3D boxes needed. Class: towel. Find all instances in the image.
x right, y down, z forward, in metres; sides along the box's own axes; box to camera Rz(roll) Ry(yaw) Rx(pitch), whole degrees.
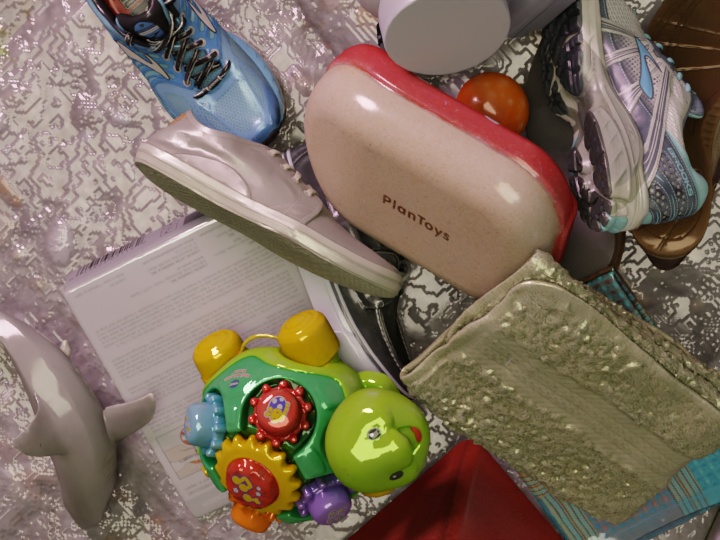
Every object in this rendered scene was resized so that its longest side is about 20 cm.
[{"bbox_3d":[0.139,0.082,1.111,0.199,0.037,0.148,33,123,-19],"label":"towel"},{"bbox_3d":[0.164,0.104,1.167,0.146,0.022,0.201,-30,112,21],"label":"towel"}]

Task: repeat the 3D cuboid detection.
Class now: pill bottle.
[{"bbox_3d":[0.039,-0.229,1.105,0.111,0.112,0.202,-14,58,7],"label":"pill bottle"}]

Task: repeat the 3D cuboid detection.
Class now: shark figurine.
[{"bbox_3d":[-0.235,0.088,1.204,0.128,0.090,0.215,-33,98,37],"label":"shark figurine"}]

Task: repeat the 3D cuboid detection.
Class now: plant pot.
[{"bbox_3d":[0.057,0.267,1.154,0.200,0.176,0.200,-42,89,13],"label":"plant pot"}]

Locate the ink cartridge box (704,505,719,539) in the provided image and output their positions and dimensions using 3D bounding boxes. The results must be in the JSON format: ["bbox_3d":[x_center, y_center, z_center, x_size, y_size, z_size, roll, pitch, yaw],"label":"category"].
[{"bbox_3d":[0.253,0.245,1.126,0.075,0.200,0.149,23,98,3],"label":"ink cartridge box"}]

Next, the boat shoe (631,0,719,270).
[{"bbox_3d":[0.220,-0.097,1.165,0.071,0.072,0.202,6,75,14],"label":"boat shoe"}]

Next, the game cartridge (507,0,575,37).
[{"bbox_3d":[0.112,-0.265,1.108,0.040,0.133,0.202,0,82,-16],"label":"game cartridge"}]

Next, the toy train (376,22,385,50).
[{"bbox_3d":[0.103,-0.195,1.186,0.198,0.034,0.046,-21,82,8],"label":"toy train"}]

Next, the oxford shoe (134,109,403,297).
[{"bbox_3d":[-0.055,-0.045,1.141,0.199,0.075,0.058,30,76,6],"label":"oxford shoe"}]

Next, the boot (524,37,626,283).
[{"bbox_3d":[0.155,-0.086,1.179,0.073,0.075,0.202,0,81,22],"label":"boot"}]

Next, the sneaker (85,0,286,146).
[{"bbox_3d":[-0.135,-0.156,1.185,0.200,0.090,0.078,45,98,0],"label":"sneaker"}]

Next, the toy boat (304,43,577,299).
[{"bbox_3d":[0.063,-0.081,1.129,0.199,0.131,0.131,32,57,15],"label":"toy boat"}]

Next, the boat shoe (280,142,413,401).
[{"bbox_3d":[0.000,0.000,1.194,0.070,0.072,0.202,-26,90,12],"label":"boat shoe"}]

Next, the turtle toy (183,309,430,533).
[{"bbox_3d":[-0.036,0.111,1.148,0.198,0.101,0.147,-13,116,34],"label":"turtle toy"}]

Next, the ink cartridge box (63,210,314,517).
[{"bbox_3d":[-0.096,0.058,1.235,0.159,0.047,0.201,-25,109,7],"label":"ink cartridge box"}]

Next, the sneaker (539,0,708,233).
[{"bbox_3d":[0.172,-0.115,1.114,0.085,0.078,0.202,0,65,-16],"label":"sneaker"}]
